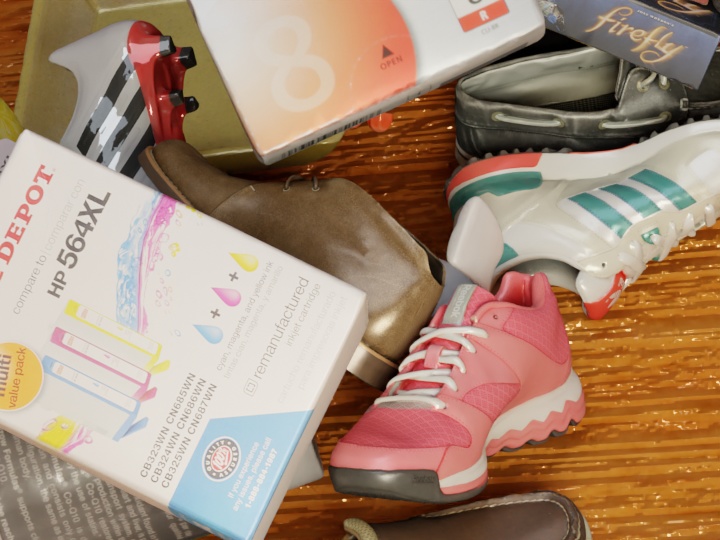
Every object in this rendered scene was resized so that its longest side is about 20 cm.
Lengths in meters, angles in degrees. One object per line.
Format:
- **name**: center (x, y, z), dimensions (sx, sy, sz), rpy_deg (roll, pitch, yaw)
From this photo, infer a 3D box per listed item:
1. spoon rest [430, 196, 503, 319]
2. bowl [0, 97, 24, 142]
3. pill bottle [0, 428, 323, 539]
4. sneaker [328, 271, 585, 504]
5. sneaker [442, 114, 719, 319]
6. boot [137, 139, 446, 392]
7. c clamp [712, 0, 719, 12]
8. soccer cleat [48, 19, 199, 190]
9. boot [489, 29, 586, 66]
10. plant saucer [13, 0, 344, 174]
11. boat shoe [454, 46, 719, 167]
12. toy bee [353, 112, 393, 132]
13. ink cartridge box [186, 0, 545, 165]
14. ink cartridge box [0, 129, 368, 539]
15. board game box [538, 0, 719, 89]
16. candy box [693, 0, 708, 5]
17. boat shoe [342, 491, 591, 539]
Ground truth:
- **spoon rest**: center (0.000, 0.000, 1.493), dimensions (0.200, 0.061, 0.100), rpy_deg (-4, 55, 46)
- **bowl**: center (-0.230, -0.025, 1.550), dimensions (0.107, 0.201, 0.200), rpy_deg (0, 26, -47)
- **pill bottle**: center (-0.126, 0.090, 1.425), dimensions (0.199, 0.113, 0.113), rpy_deg (-18, 46, 0)
- **sneaker**: center (0.041, 0.053, 1.375), dimensions (0.074, 0.087, 0.200), rpy_deg (3, 16, 30)
- **sneaker**: center (0.144, -0.020, 1.492), dimensions (0.199, 0.070, 0.094), rpy_deg (-8, 64, 8)
- **boot**: center (-0.034, -0.022, 1.443), dimensions (0.200, 0.074, 0.076), rpy_deg (38, 94, 33)
- **c clamp**: center (0.284, -0.136, 1.509), dimensions (0.199, 0.027, 0.171), rpy_deg (11, 25, 0)
- **soccer cleat**: center (-0.130, -0.039, 1.545), dimensions (0.085, 0.069, 0.201), rpy_deg (-9, 77, 19)
- **boot**: center (0.144, -0.210, 1.655), dimensions (0.181, 0.073, 0.200), rpy_deg (-24, 38, 12)
- **plant saucer**: center (-0.097, -0.120, 1.657), dimensions (0.199, 0.049, 0.200), rpy_deg (-6, 48, 11)
- **boat shoe**: center (0.147, -0.093, 1.544), dimensions (0.199, 0.071, 0.072), rpy_deg (-14, 45, 1)
- **toy bee**: center (0.009, -0.137, 1.567), dimensions (0.200, 0.109, 0.131), rpy_deg (-12, 22, -41)
- **ink cartridge box**: center (-0.018, -0.176, 1.425), dimensions (0.162, 0.050, 0.201), rpy_deg (-25, 91, -3)
- **ink cartridge box**: center (-0.112, 0.030, 1.312), dimensions (0.199, 0.125, 0.129), rpy_deg (25, 84, 3)
- **board game box**: center (0.099, -0.170, 1.517), dimensions (0.199, 0.035, 0.136), rpy_deg (23, 25, 0)
- **candy box**: center (0.123, -0.223, 1.530), dimensions (0.115, 0.055, 0.200), rpy_deg (14, 27, -18)
- **boat shoe**: center (0.015, 0.152, 1.343), dimensions (0.202, 0.075, 0.075), rpy_deg (-25, 47, -8)
